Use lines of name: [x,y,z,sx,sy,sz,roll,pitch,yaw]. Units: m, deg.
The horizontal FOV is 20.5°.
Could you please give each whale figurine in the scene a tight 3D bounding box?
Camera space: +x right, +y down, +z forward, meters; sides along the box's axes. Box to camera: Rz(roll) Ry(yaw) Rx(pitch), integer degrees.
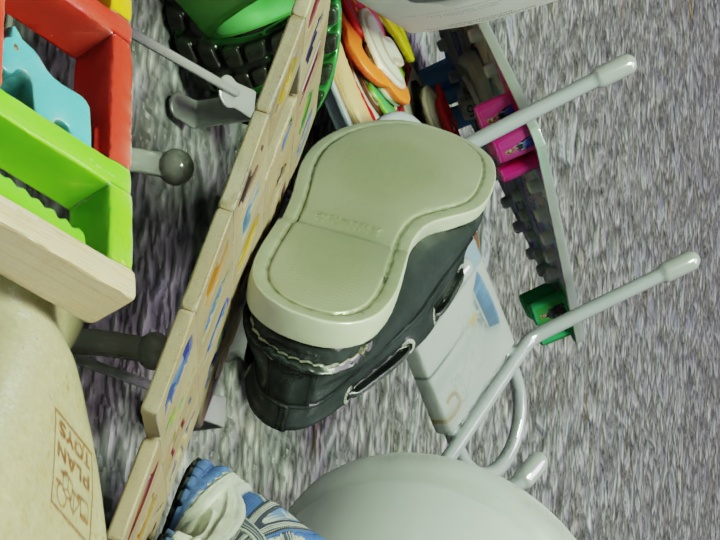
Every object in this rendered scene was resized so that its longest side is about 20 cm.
whale figurine: [-0.130,0.073,0.569,0.159,0.103,0.202,61,25,-54]

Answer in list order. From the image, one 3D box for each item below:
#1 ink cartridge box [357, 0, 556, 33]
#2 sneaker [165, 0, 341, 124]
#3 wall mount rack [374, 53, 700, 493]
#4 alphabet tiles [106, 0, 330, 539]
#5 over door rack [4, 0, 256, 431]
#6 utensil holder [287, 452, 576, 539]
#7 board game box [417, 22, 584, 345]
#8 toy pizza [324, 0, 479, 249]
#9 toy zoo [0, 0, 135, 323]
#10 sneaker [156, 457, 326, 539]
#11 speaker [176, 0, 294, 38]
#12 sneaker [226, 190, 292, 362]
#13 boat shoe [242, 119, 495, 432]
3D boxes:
ink cartridge box: [0.021,-0.188,0.825,0.200,0.084,0.147,9,70,-77]
sneaker: [-0.039,-0.161,0.858,0.085,0.077,0.202,-34,120,-68]
wall mount rack: [0.076,0.000,0.916,0.174,0.074,0.201,-51,132,-36]
alphabet tiles: [-0.046,0.005,0.674,0.167,0.007,0.202,104,5,-73]
over door rack: [-0.082,-0.030,0.747,0.200,0.066,0.149,38,54,-66]
utensil holder: [0.002,0.199,0.836,0.200,0.168,0.172,-50,135,-58]
board game box: [0.062,-0.084,1.062,0.201,0.026,0.201,70,-2,-56]
toy pizza: [0.019,-0.083,0.980,0.201,0.031,0.201,60,14,-26]
toy zoo: [-0.120,-0.096,0.598,0.131,0.020,0.202,34,40,-42]
sneaker: [-0.041,0.131,0.698,0.200,0.085,0.078,-75,-170,-70]
speaker: [-0.063,-0.188,0.694,0.202,0.088,0.088,65,21,0]
sneaker: [-0.021,0.020,0.941,0.200,0.074,0.088,30,78,-65]
boat shoe: [0.002,0.001,0.773,0.200,0.074,0.067,-63,169,-62]
